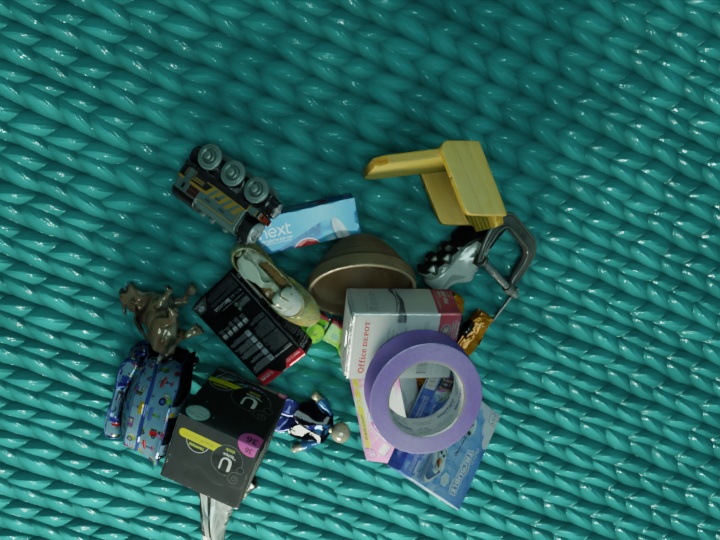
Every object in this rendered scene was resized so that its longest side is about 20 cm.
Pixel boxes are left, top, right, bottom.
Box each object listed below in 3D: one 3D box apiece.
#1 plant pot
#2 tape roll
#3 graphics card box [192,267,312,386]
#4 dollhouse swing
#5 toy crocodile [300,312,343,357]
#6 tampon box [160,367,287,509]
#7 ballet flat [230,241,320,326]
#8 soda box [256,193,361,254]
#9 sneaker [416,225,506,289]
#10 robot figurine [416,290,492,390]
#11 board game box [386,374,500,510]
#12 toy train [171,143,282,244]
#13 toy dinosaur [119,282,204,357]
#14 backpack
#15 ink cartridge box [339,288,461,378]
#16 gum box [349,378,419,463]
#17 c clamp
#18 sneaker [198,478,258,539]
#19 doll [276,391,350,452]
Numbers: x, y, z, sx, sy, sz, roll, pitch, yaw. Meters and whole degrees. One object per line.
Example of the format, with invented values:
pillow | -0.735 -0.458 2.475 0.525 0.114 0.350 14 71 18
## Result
plant pot | 0.000 0.000 1.367 0.196 0.202 0.094 0 60 -8
tape roll | 0.106 0.208 1.292 0.196 0.066 0.205 -3 107 -10
graphics card box | -0.196 0.099 1.370 0.125 0.051 0.200 -38 101 30
dollhouse swing | 0.121 -0.129 1.304 0.173 0.200 0.185 -23 92 -8
toy crocodile | -0.056 0.113 1.419 0.198 0.068 0.062 28 97 -16
tampon box | -0.235 0.288 1.326 0.147 0.200 0.128 22 107 1
ballet flat | -0.152 0.028 1.308 0.071 0.071 0.200 -43 93 4
soda box | -0.102 -0.084 1.368 0.196 0.064 0.069 -13 105 -5
sneaker | 0.204 -0.029 1.431 0.198 0.074 0.089 -35 124 0
robot figurine | 0.161 0.148 1.462 0.144 0.058 0.202 33 98 -16
board game box | 0.163 0.320 1.429 0.198 0.043 0.203 40 70 -36
toy train | -0.230 -0.132 1.302 0.198 0.085 0.115 35 88 13
toy dinosaur | -0.353 0.097 1.328 0.135 0.202 0.085 -39 139 18
backpack | -0.373 0.237 1.331 0.132 0.200 0.186 17 101 -12
ink cartridge box | 0.067 0.113 1.344 0.195 0.085 0.148 0 122 -11
gum box | 0.056 0.276 1.445 0.112 0.066 0.204 -2 108 33
c clamp | 0.270 -0.010 1.419 0.172 0.027 0.200 -51 136 -6
sneaker | -0.253 0.457 1.465 0.113 0.076 0.205 -5 101 -5
doll | -0.115 0.296 1.462 0.196 0.049 0.139 14 107 -9
